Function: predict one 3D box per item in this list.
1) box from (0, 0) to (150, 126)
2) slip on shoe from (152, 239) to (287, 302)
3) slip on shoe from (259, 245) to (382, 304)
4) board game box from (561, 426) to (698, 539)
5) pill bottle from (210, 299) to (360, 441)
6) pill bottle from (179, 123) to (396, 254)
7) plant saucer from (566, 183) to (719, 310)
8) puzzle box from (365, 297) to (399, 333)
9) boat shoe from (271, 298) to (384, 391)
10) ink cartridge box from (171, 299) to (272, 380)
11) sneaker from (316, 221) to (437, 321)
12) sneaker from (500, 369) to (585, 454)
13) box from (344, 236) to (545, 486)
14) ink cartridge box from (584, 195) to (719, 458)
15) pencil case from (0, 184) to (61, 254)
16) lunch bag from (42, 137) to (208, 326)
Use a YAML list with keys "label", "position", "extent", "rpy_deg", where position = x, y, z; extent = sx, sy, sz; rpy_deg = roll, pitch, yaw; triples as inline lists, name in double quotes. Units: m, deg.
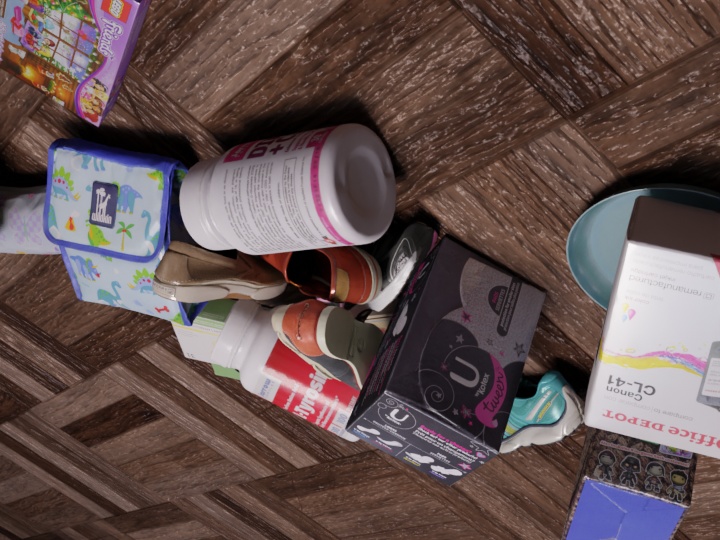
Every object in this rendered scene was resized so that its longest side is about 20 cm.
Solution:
- label: "box"
  position: [-0.285, -0.239, 0.933]
  extent: [0.137, 0.039, 0.200]
  rpy_deg: [30, 145, -9]
- label: "slip on shoe"
  position: [-0.146, -0.006, 1.068]
  extent: [0.076, 0.200, 0.061]
  rpy_deg: [20, 103, 34]
- label: "slip on shoe"
  position: [-0.060, -0.015, 1.017]
  extent: [0.200, 0.061, 0.074]
  rpy_deg: [29, 118, 47]
- label: "board game box"
  position: [0.280, 0.171, 0.980]
  extent: [0.096, 0.200, 0.160]
  rpy_deg: [15, 143, 13]
- label: "pill bottle"
  position: [-0.070, 0.111, 1.149]
  extent: [0.199, 0.113, 0.112]
  rpy_deg: [26, 145, 0]
- label: "pill bottle"
  position: [-0.075, -0.075, 0.954]
  extent: [0.199, 0.114, 0.114]
  rpy_deg: [-5, 135, 35]
- label: "plant saucer"
  position: [0.290, -0.011, 0.890]
  extent: [0.199, 0.027, 0.201]
  rpy_deg: [16, 143, 12]
- label: "puzzle box"
  position: [0.023, 0.091, 1.187]
  extent: [0.199, 0.025, 0.133]
  rpy_deg: [-10, 131, 40]
- label: "boat shoe"
  position: [-0.025, 0.081, 1.017]
  extent: [0.062, 0.071, 0.200]
  rpy_deg: [4, 162, 23]
- label: "ink cartridge box"
  position: [-0.166, 0.114, 1.315]
  extent: [0.145, 0.048, 0.200]
  rpy_deg: [11, 140, 18]
- label: "sneaker"
  position: [0.000, 0.000, 1.042]
  extent: [0.086, 0.080, 0.200]
  rpy_deg: [41, 138, -5]
- label: "sneaker"
  position: [0.192, 0.165, 1.157]
  extent: [0.080, 0.077, 0.200]
  rpy_deg: [60, 146, 2]
- label: "box"
  position: [0.091, 0.092, 0.993]
  extent: [0.132, 0.200, 0.115]
  rpy_deg: [28, 146, -6]
- label: "ink cartridge box"
  position: [0.284, 0.053, 0.834]
  extent: [0.147, 0.086, 0.201]
  rpy_deg: [13, 124, 14]
- label: "pencil case"
  position: [-0.411, -0.067, 1.198]
  extent: [0.199, 0.083, 0.091]
  rpy_deg: [4, 103, 28]
- label: "lunch bag"
  position: [-0.256, -0.051, 1.098]
  extent: [0.169, 0.128, 0.201]
  rpy_deg: [12, 130, 22]
